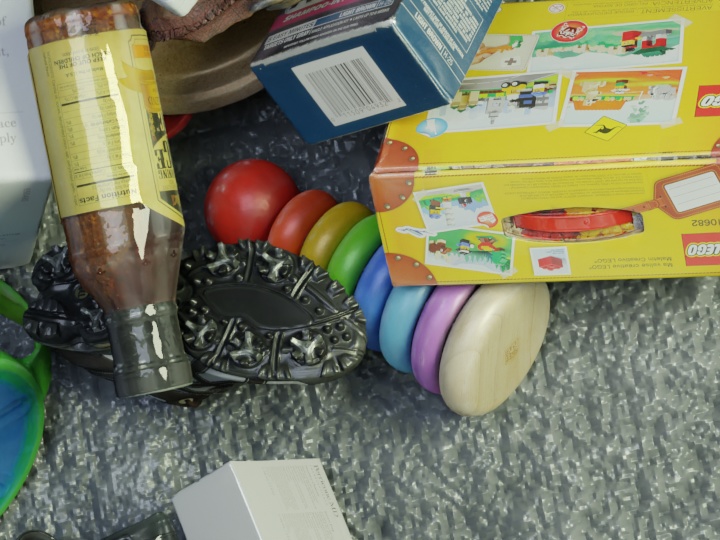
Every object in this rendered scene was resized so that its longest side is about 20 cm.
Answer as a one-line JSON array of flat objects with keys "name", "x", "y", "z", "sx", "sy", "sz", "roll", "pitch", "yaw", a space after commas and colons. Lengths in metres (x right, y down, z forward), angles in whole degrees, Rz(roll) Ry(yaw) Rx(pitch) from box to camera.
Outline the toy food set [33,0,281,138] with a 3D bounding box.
[{"name": "toy food set", "x": -0.097, "y": -0.168, "z": 1.665, "sx": 0.199, "sy": 0.049, "sz": 0.199, "roll": -13, "pitch": 64, "yaw": 7}]

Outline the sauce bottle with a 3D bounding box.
[{"name": "sauce bottle", "x": -0.125, "y": -0.036, "z": 1.534, "sx": 0.066, "sy": 0.066, "sz": 0.201, "roll": -10, "pitch": 92, "yaw": 13}]

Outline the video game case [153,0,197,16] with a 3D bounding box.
[{"name": "video game case", "x": -0.113, "y": -0.223, "z": 1.508, "sx": 0.200, "sy": 0.017, "sz": 0.143, "roll": 32, "pitch": 85, "yaw": 39}]

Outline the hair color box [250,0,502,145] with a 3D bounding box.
[{"name": "hair color box", "x": 0.028, "y": -0.162, "z": 1.563, "sx": 0.100, "sy": 0.061, "sz": 0.200, "roll": -14, "pitch": 36, "yaw": 38}]

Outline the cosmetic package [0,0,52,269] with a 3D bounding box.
[{"name": "cosmetic package", "x": -0.263, "y": -0.112, "z": 1.622, "sx": 0.164, "sy": 0.165, "sz": 0.201, "roll": -4, "pitch": 75, "yaw": -12}]

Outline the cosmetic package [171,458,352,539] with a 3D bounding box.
[{"name": "cosmetic package", "x": -0.025, "y": 0.198, "z": 1.554, "sx": 0.051, "sy": 0.082, "sz": 0.201, "roll": -33, "pitch": 69, "yaw": 31}]

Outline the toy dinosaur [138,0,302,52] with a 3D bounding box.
[{"name": "toy dinosaur", "x": -0.063, "y": -0.159, "z": 1.525, "sx": 0.200, "sy": 0.086, "sz": 0.136, "roll": -42, "pitch": 48, "yaw": 27}]

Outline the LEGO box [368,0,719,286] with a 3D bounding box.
[{"name": "LEGO box", "x": 0.118, "y": -0.069, "z": 1.539, "sx": 0.199, "sy": 0.077, "sz": 0.149, "roll": -2, "pitch": 39, "yaw": 15}]

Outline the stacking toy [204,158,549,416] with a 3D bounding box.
[{"name": "stacking toy", "x": 0.000, "y": 0.000, "z": 1.603, "sx": 0.199, "sy": 0.085, "sz": 0.086, "roll": 28, "pitch": 87, "yaw": 26}]

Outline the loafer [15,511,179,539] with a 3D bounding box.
[{"name": "loafer", "x": -0.172, "y": 0.174, "z": 1.596, "sx": 0.200, "sy": 0.068, "sz": 0.071, "roll": -15, "pitch": 84, "yaw": 30}]

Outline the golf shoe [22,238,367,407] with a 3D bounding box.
[{"name": "golf shoe", "x": -0.079, "y": 0.032, "z": 1.603, "sx": 0.199, "sy": 0.095, "sz": 0.078, "roll": 10, "pitch": 66, "yaw": 25}]

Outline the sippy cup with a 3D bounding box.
[{"name": "sippy cup", "x": -0.264, "y": 0.075, "z": 1.633, "sx": 0.130, "sy": 0.177, "sz": 0.140, "roll": 35, "pitch": 118, "yaw": 30}]
